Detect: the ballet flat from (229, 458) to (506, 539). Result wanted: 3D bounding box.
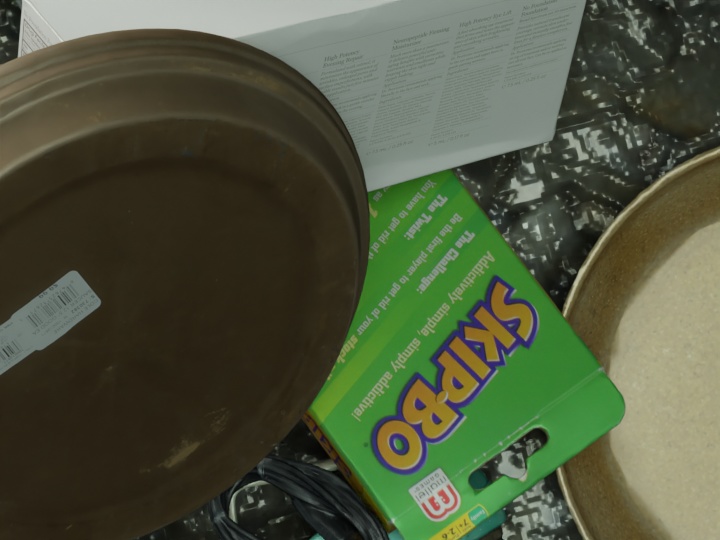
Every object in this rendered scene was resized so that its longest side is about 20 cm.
[{"bbox_3d":[-0.044,0.117,0.855,0.200,0.067,0.071,-30,83,-10],"label":"ballet flat"}]

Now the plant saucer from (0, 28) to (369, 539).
[{"bbox_3d":[-0.081,0.017,0.738,0.200,0.029,0.200,-18,133,-21],"label":"plant saucer"}]

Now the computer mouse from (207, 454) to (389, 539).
[{"bbox_3d":[-0.060,0.040,0.843,0.059,0.034,0.200,-42,76,2],"label":"computer mouse"}]

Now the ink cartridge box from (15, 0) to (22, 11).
[{"bbox_3d":[-0.034,-0.146,0.797,0.196,0.043,0.200,-35,113,-12],"label":"ink cartridge box"}]

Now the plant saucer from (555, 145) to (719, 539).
[{"bbox_3d":[0.165,0.048,0.887,0.200,0.035,0.201,0,90,-6],"label":"plant saucer"}]

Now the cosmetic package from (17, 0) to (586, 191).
[{"bbox_3d":[-0.018,-0.067,0.786,0.200,0.083,0.051,-17,48,-31],"label":"cosmetic package"}]

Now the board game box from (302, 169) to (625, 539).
[{"bbox_3d":[0.000,0.000,0.845,0.095,0.030,0.200,-34,75,-12],"label":"board game box"}]
